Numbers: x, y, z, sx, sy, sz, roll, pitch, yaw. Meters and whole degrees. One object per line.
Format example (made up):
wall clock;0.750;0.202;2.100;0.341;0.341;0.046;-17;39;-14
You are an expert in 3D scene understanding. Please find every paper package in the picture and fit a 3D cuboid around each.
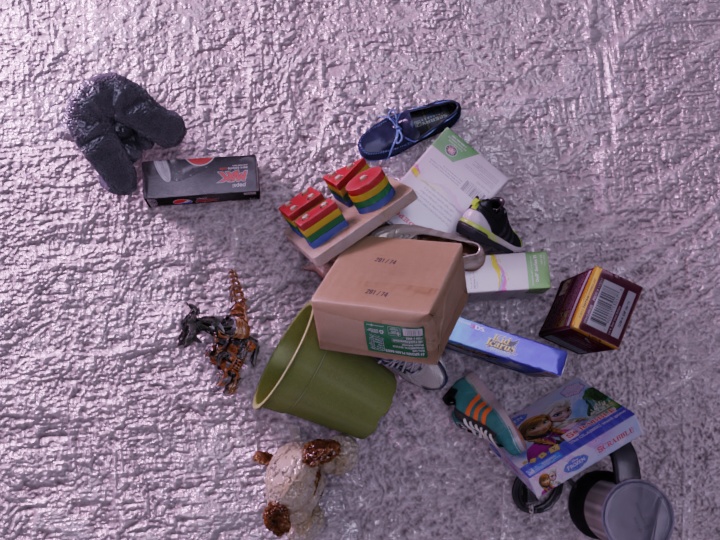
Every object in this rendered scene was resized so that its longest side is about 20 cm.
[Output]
paper package;0.048;0.041;1.423;0.199;0.104;0.191;6;39;23

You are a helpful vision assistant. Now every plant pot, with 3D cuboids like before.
plant pot;-0.048;0.183;1.522;0.189;0.200;0.201;30;81;-12

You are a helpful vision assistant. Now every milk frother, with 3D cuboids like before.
milk frother;0.372;0.380;1.503;0.199;0.188;0.181;-22;83;-6

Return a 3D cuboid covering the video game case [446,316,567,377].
video game case;0.224;0.129;1.532;0.199;0.181;0.046;18;82;-1

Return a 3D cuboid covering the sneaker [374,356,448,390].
sneaker;0.055;0.135;1.509;0.200;0.085;0.077;37;106;4

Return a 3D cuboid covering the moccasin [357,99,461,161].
moccasin;0.085;-0.262;1.637;0.199;0.068;0.081;-29;84;-7

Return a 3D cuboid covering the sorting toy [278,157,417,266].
sorting toy;-0.033;-0.112;1.538;0.198;0.200;0.070;-35;113;-8

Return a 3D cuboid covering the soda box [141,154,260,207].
soda box;-0.277;-0.157;1.603;0.198;0.063;0.071;-5;82;-5

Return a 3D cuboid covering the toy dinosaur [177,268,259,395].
toy dinosaur;-0.236;0.106;1.568;0.135;0.102;0.201;9;63;-17

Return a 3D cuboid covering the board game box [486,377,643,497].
board game box;0.327;0.267;1.511;0.199;0.199;0.041;-29;105;-8

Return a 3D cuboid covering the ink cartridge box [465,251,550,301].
ink cartridge box;0.214;0.013;1.581;0.198;0.117;0.068;-4;80;-4

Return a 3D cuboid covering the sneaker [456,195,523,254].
sneaker;0.234;-0.080;1.558;0.071;0.200;0.083;27;97;30

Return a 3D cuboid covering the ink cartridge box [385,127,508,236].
ink cartridge box;0.138;-0.123;1.612;0.145;0.088;0.200;40;80;3

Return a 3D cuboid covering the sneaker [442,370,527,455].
sneaker;0.204;0.251;1.527;0.080;0.200;0.071;-36;123;0

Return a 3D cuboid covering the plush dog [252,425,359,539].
plush dog;-0.104;0.335;1.487;0.160;0.172;0.201;29;82;1

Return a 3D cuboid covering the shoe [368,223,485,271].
shoe;0.107;-0.041;1.511;0.199;0.053;0.070;8;82;10

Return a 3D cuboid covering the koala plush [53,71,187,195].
koala plush;-0.429;-0.258;1.554;0.177;0.200;0.184;-46;125;-7

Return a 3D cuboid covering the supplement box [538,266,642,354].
supplement box;0.381;0.071;1.541;0.085;0.200;0.111;25;81;0

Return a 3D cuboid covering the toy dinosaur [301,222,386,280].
toy dinosaur;0.000;0.000;1.591;0.199;0.086;0.136;-15;90;0
